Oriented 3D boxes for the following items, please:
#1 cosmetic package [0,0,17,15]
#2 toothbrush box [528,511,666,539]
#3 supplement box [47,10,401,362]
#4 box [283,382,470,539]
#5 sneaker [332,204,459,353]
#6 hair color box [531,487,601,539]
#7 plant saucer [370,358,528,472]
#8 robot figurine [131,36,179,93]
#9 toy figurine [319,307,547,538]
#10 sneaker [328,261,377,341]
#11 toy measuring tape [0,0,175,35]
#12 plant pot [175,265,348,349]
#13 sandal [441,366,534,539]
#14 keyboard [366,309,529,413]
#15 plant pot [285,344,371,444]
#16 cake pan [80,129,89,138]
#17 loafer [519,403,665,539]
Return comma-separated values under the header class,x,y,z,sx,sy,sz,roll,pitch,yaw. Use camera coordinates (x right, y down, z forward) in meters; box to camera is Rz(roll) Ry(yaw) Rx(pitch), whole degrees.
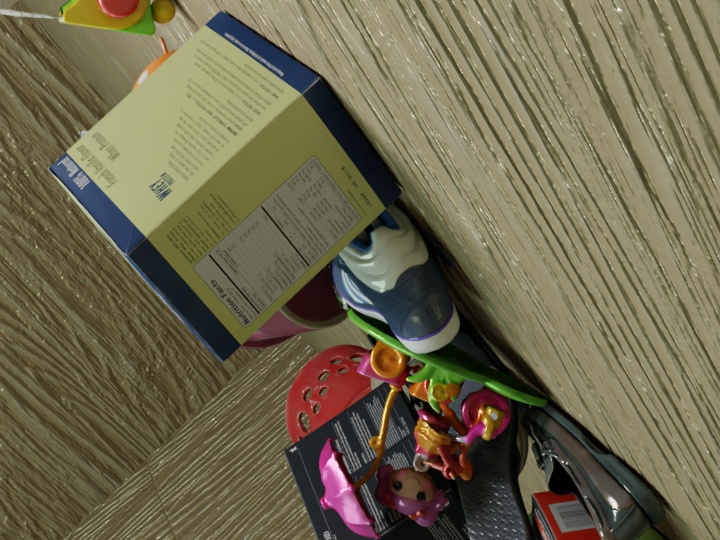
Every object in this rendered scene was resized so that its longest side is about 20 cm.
class,x,y,z,sx,sy,sz,roll,pitch,yaw
cosmetic package,-0.333,-0.325,1.535,0.052,0.150,0.200,48,174,12
toothbrush box,0.268,0.307,1.626,0.146,0.086,0.200,52,173,-32
supplement box,-0.113,-0.073,1.340,0.135,0.200,0.200,51,173,-36
box,0.019,0.218,1.632,0.079,0.140,0.200,57,-177,-32
sneaker,0.008,-0.026,1.427,0.147,0.080,0.200,61,172,-32
hair color box,0.196,0.310,1.503,0.102,0.060,0.202,-113,17,-67
plant saucer,0.086,0.152,1.729,0.199,0.029,0.202,25,134,28
robot figurine,-0.146,-0.134,1.591,0.200,0.116,0.144,45,173,25
toy figurine,0.045,0.159,1.508,0.198,0.186,0.150,24,-174,2
sneaker,0.000,0.000,1.615,0.200,0.075,0.070,51,174,-30
toy measuring tape,-0.270,-0.267,1.560,0.197,0.075,0.074,6,-171,-19
plant pot,-0.086,-0.012,1.711,0.200,0.200,0.178,50,159,-27
sandal,0.120,0.188,1.546,0.043,0.075,0.202,42,-143,-54
keyboard,0.070,0.079,1.614,0.126,0.021,0.200,-19,121,38
plant pot,0.007,0.236,2.621,0.201,0.201,0.182,51,164,-32
cake pan,-0.189,-0.068,1.585,0.200,0.037,0.200,45,168,12
loafer,0.189,0.179,1.467,0.072,0.063,0.200,51,174,-32
